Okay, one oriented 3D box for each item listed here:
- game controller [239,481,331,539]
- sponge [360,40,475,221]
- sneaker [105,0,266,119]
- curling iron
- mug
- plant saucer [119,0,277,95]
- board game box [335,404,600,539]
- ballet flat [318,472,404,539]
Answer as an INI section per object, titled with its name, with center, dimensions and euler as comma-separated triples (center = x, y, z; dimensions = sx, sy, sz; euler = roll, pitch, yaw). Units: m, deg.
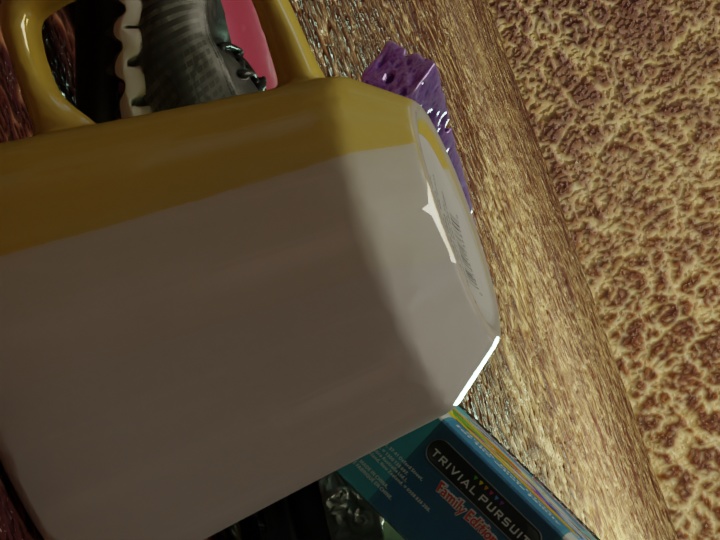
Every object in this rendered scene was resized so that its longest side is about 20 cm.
[game controller]
center = -0.040, 0.083, 1.240
dimensions = 0.104, 0.042, 0.201
euler = 86, -9, -62
[sponge]
center = 0.011, -0.006, 1.436
dimensions = 0.112, 0.030, 0.200
euler = -54, 153, -23
[sneaker]
center = -0.044, -0.042, 1.159
dimensions = 0.066, 0.090, 0.201
euler = 35, 48, -77
[curling iron]
center = -0.111, -0.124, 1.201
dimensions = 0.026, 0.049, 0.201
euler = 54, 25, -61
[mug]
center = -0.045, -0.007, 0.978
dimensions = 0.150, 0.152, 0.187
euler = -86, 155, -68
[plant saucer]
center = -0.087, -0.130, 1.326
dimensions = 0.201, 0.051, 0.202
euler = -18, 90, -82
[board game box]
center = 0.052, 0.102, 1.255
dimensions = 0.151, 0.047, 0.200
euler = 44, 2, 8
[ballet flat]
center = 0.015, 0.129, 1.369
dimensions = 0.072, 0.071, 0.201
euler = 60, 15, -53
